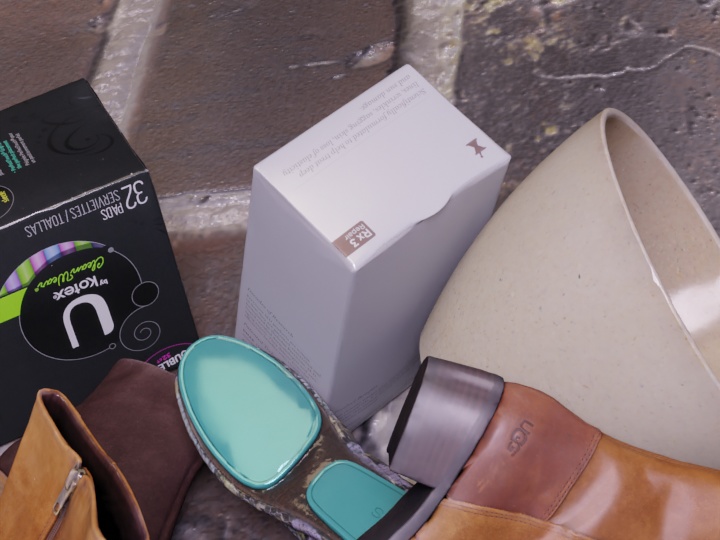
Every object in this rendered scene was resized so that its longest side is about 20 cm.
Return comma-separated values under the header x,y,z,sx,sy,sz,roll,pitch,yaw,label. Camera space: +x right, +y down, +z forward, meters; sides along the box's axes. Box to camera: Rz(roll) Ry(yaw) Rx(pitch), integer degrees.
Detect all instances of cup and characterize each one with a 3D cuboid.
x,y,z,sx,sy,sz,roll,pitch,yaw,label
0.116,0.040,0.838,0.143,0.200,0.201,-30,33,21,cup

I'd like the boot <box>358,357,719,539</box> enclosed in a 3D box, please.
x,y,z,sx,sy,sz,roll,pitch,yaw,label
0.090,0.155,0.744,0.199,0.190,0.068,22,3,-2,boot

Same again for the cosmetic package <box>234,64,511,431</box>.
x,y,z,sx,sy,sz,roll,pitch,yaw,label
0.000,0.000,0.879,0.113,0.201,0.081,-35,66,-28,cosmetic package

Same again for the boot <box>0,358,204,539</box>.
x,y,z,sx,sy,sz,roll,pitch,yaw,label
-0.117,0.123,0.870,0.199,0.073,0.166,18,49,38,boot

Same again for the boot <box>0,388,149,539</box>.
x,y,z,sx,sy,sz,roll,pitch,yaw,label
-0.180,0.143,0.759,0.068,0.201,0.188,7,26,-34,boot

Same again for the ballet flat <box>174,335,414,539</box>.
x,y,z,sx,sy,sz,roll,pitch,yaw,label
-0.024,0.112,0.854,0.072,0.072,0.200,-35,55,-26,ballet flat

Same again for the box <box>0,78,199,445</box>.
x,y,z,sx,sy,sz,roll,pitch,yaw,label
-0.219,0.005,0.984,0.199,0.149,0.124,-24,40,-14,box
